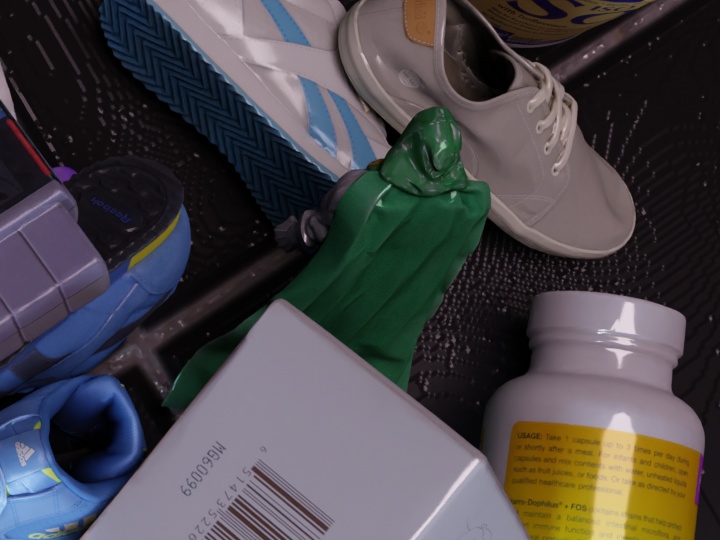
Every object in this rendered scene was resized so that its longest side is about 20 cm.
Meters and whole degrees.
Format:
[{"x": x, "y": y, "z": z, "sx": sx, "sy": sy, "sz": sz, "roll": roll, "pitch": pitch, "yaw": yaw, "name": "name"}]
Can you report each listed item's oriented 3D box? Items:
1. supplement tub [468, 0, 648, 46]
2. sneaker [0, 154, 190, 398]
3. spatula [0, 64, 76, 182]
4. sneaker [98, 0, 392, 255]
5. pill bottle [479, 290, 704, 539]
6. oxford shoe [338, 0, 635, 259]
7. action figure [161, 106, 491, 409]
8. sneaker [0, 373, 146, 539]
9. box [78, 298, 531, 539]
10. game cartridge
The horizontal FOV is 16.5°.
[{"x": 0.106, "y": -0.189, "z": 1.109, "sx": 0.144, "sy": 0.200, "sz": 0.147, "roll": 3, "pitch": 82, "yaw": -23, "name": "supplement tub"}, {"x": -0.146, "y": 0.032, "z": 1.014, "sx": 0.066, "sy": 0.079, "sz": 0.200, "roll": 35, "pitch": 53, "yaw": 27, "name": "sneaker"}, {"x": -0.160, "y": -0.078, "z": 1.083, "sx": 0.056, "sy": 0.021, "sz": 0.202, "roll": -19, "pitch": 91, "yaw": -23, "name": "spatula"}, {"x": -0.023, "y": -0.074, "z": 1.116, "sx": 0.200, "sy": 0.076, "sz": 0.081, "roll": 48, "pitch": 60, "yaw": -15, "name": "sneaker"}, {"x": 0.101, "y": 0.115, "z": 1.128, "sx": 0.103, "sy": 0.104, "sz": 0.202, "roll": 13, "pitch": 79, "yaw": -22, "name": "pill bottle"}, {"x": 0.072, "y": -0.067, "z": 1.137, "sx": 0.200, "sy": 0.057, "sz": 0.076, "roll": 37, "pitch": 42, "yaw": -38, "name": "oxford shoe"}, {"x": 0.000, "y": 0.000, "z": 1.049, "sx": 0.117, "sy": 0.200, "sz": 0.055, "roll": 2, "pitch": 55, "yaw": -26, "name": "action figure"}, {"x": -0.118, "y": 0.088, "z": 0.980, "sx": 0.104, "sy": 0.200, "sz": 0.076, "roll": -24, "pitch": 84, "yaw": 12, "name": "sneaker"}, {"x": -0.022, "y": 0.125, "z": 0.991, "sx": 0.106, "sy": 0.200, "sz": 0.153, "roll": 37, "pitch": 81, "yaw": 19, "name": "box"}, {"x": -0.200, "y": -0.038, "z": 0.976, "sx": 0.129, "sy": 0.038, "sz": 0.200, "roll": -36, "pitch": 64, "yaw": -8, "name": "game cartridge"}]
